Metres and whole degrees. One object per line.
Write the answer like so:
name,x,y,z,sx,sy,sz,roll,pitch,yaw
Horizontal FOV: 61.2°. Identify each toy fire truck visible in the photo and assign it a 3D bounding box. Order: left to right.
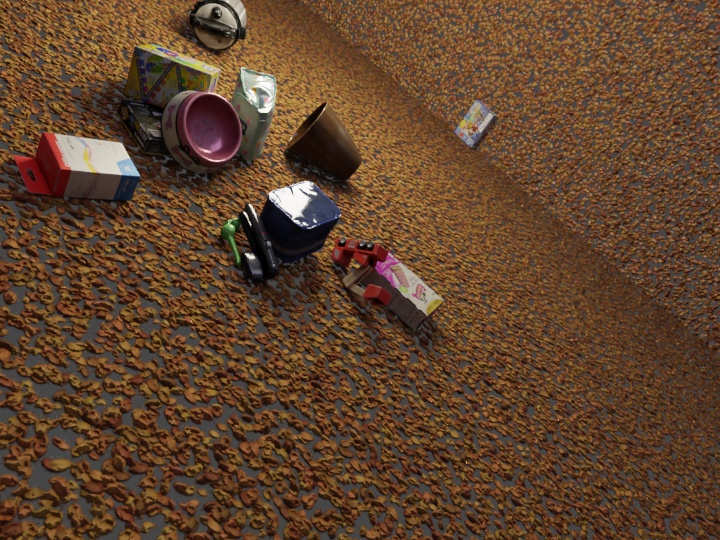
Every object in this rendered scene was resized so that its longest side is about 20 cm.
toy fire truck,0.000,0.000,1.464,0.199,0.142,0.049,11,-17,40

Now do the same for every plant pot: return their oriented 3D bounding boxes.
plant pot,-0.095,-0.376,1.867,0.200,0.187,0.188,41,25,-21

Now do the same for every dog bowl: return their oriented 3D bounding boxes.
dog bowl,-0.372,-0.336,1.462,0.073,0.203,0.199,0,0,43

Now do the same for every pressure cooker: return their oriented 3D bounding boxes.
pressure cooker,-0.497,-0.869,2.122,0.201,0.174,0.179,-90,155,-53

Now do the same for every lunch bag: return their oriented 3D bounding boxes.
lunch bag,-0.297,-0.421,1.656,0.121,0.171,0.201,9,45,-23
lunch bag,-0.149,-0.111,1.434,0.136,0.133,0.199,45,35,14

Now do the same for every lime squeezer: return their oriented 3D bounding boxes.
lime squeezer,-0.275,-0.088,1.363,0.070,0.038,0.201,27,29,-16

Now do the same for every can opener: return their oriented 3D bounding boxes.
can opener,-0.224,-0.064,1.324,0.078,0.063,0.202,18,46,-48

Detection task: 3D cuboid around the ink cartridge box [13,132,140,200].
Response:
ink cartridge box,-0.555,-0.204,1.197,0.199,0.067,0.116,-2,46,-48

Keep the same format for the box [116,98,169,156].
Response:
box,-0.478,-0.346,1.511,0.199,0.049,0.160,-4,50,-52

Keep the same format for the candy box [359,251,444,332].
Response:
candy box,0.103,0.049,1.545,0.200,0.061,0.136,42,29,10

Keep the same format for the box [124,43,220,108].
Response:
box,-0.480,-0.490,1.578,0.191,0.123,0.200,18,19,-14

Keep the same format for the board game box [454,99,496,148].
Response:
board game box,0.583,-0.743,3.092,0.034,0.201,0.136,-8,51,-52
